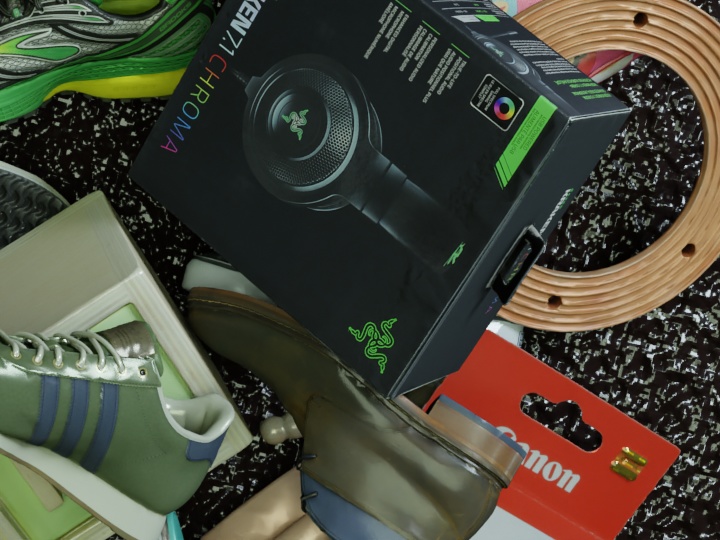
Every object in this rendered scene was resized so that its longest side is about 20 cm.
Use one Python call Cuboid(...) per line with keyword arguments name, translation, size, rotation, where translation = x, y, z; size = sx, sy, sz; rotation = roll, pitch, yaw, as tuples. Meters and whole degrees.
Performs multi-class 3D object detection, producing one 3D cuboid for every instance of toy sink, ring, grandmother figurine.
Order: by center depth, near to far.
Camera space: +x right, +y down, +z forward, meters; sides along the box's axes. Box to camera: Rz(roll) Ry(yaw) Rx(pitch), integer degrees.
Cuboid(name="toy sink", translation=(-0.179, 0.078, 1.096), size=(0.199, 0.112, 0.131), rotation=(-32, 123, -3))
Cuboid(name="ring", translation=(0.126, -0.060, 1.121), size=(0.198, 0.019, 0.202), rotation=(-7, 117, -14))
Cuboid(name="grandmother figurine", translation=(-0.005, 0.125, 1.169), size=(0.200, 0.061, 0.121), rotation=(-41, 106, 1))

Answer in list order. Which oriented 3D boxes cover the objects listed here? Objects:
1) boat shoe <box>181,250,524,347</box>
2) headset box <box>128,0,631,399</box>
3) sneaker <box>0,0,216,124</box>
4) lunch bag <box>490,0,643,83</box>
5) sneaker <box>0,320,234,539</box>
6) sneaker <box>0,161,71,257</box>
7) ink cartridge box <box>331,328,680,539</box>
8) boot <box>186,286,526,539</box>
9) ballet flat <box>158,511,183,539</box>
Cuboid(name="boat shoe", translation=(0.001, 0.000, 1.150), size=(0.197, 0.074, 0.069), rotation=(9, 89, -8))
Cuboid(name="headset box", translation=(0.013, -0.059, 1.041), size=(0.200, 0.093, 0.175), rotation=(40, 112, 16))
Cuboid(name="sneaker", translation=(-0.176, -0.136, 1.105), size=(0.198, 0.078, 0.086), rotation=(-11, 139, -10))
Cuboid(name="lunch bag", translation=(0.063, -0.166, 1.142), size=(0.199, 0.082, 0.177), rotation=(-31, 93, -4))
Cuboid(name="sneaker", translation=(-0.140, 0.053, 0.999), size=(0.090, 0.067, 0.200), rotation=(-47, 129, 1))
Cuboid(name="sneaker", translation=(-0.239, -0.054, 1.122), size=(0.199, 0.094, 0.071), rotation=(22, 110, -34))
Cuboid(name="ink cartridge box", translation=(0.076, 0.155, 1.151), size=(0.159, 0.047, 0.201), rotation=(31, 99, -26))
Cuboid(name="boot", translation=(-0.021, 0.088, 1.079), size=(0.199, 0.075, 0.097), rotation=(28, 79, 9))
Cuboid(name="ballet flat", translation=(-0.111, 0.222, 1.137), size=(0.063, 0.068, 0.202), rotation=(-12, 119, 0))
